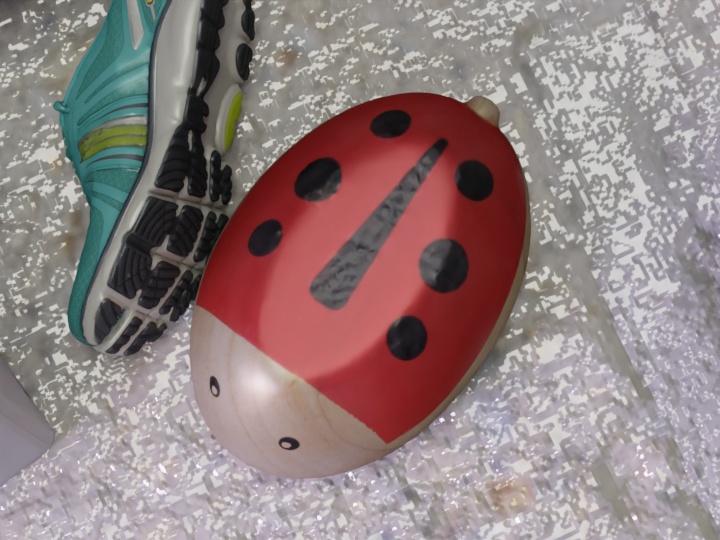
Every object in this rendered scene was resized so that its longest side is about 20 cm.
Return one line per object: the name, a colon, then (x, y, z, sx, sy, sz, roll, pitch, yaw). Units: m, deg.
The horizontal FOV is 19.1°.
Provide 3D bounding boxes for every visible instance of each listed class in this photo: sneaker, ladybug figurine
sneaker: (-0.103, -0.057, 0.995, 0.079, 0.077, 0.201, 4, 73, 24)
ladybug figurine: (0.000, 0.000, 0.966, 0.135, 0.072, 0.200, 32, 82, 9)

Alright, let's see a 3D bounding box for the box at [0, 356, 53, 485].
box: (-0.265, 0.034, 0.909, 0.171, 0.199, 0.200, -36, 79, -5)
